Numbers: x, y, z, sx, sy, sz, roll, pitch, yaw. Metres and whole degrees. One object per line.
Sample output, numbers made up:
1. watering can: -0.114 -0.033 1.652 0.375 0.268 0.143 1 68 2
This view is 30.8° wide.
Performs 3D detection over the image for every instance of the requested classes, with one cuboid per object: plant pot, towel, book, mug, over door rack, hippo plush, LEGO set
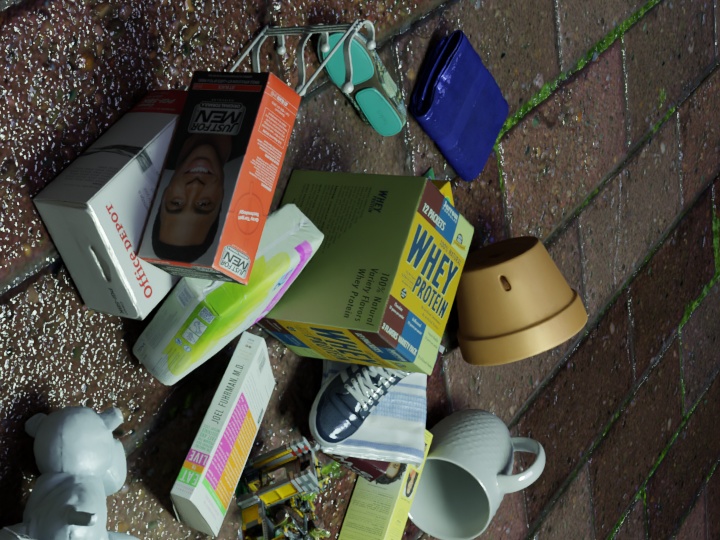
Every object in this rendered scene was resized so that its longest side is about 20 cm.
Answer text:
1. plant pot: 0.227 0.037 1.968 0.200 0.199 0.141 -35 110 -48
2. towel: 0.019 0.148 1.690 0.146 0.024 0.201 11 66 -16
3. towel: 0.142 -0.235 1.894 0.200 0.049 0.148 44 67 -52
4. book: -0.153 0.186 1.488 0.134 0.048 0.201 88 23 -63
5. mug: 0.175 0.287 1.925 0.175 0.199 0.148 -48 126 -53
6. over door rack: -0.089 -0.212 1.446 0.200 0.147 0.067 -46 128 -42
7. hippo plush: -0.298 0.217 1.265 0.200 0.158 0.162 72 8 -57
8. LEGO set: -0.069 0.299 1.558 0.154 0.115 0.200 59 12 -32

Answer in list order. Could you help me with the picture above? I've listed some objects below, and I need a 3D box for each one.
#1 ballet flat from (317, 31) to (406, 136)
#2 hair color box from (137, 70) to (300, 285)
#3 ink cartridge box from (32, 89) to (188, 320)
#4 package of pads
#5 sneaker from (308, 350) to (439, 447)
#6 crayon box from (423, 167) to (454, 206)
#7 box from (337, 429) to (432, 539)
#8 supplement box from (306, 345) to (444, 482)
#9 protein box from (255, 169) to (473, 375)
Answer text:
1. ballet flat: 0.000 -0.255 1.662 0.075 0.074 0.200 -64 145 -25
2. hair color box: -0.138 -0.093 1.286 0.061 0.101 0.201 31 69 -54
3. ink cartridge box: -0.219 -0.070 1.334 0.200 0.082 0.147 -51 135 -38
4. package of pads: -0.145 0.027 1.422 0.200 0.068 0.155 -38 172 -48
5. sneaker: 0.021 0.133 1.618 0.070 0.108 0.200 48 58 -6
6. crayon box: 0.083 -0.042 1.839 0.200 0.051 0.126 -46 134 -42
7. box: 0.033 0.310 1.826 0.050 0.075 0.201 41 62 -55
8. supplement box: 0.020 0.164 1.731 0.201 0.108 0.061 -61 -175 -28
9. protein box: 0.000 0.000 1.573 0.135 0.199 0.200 40 62 -50
